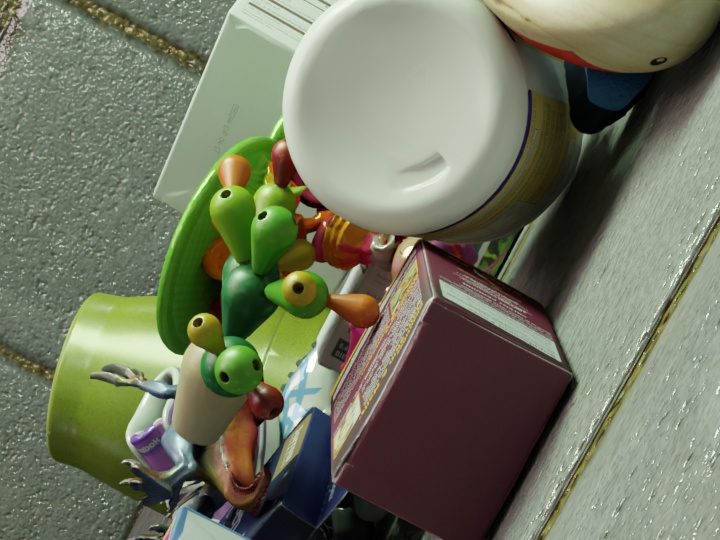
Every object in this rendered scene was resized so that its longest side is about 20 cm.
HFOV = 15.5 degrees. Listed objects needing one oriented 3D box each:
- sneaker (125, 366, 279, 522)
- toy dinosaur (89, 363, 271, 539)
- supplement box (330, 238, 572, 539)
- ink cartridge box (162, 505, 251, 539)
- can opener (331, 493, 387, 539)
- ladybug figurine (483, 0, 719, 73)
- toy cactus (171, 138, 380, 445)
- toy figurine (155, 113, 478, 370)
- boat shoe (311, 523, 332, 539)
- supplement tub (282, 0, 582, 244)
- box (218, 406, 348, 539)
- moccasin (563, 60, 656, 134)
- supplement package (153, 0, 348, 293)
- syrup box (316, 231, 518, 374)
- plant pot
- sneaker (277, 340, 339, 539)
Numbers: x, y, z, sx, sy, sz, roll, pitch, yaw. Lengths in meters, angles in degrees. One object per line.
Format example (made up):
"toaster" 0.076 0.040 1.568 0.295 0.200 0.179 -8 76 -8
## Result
"sneaker" -0.110 0.157 1.744 0.073 0.114 0.201 -32 48 30
"toy dinosaur" -0.080 0.113 1.648 0.181 0.199 0.105 -45 -54 -45
"supplement box" 0.045 0.063 1.420 0.111 0.085 0.200 -61 5 8
"ink cartridge box" -0.092 0.256 1.504 0.200 0.136 0.076 -61 4 18
"can opener" 0.011 0.143 1.625 0.200 0.053 0.067 -164 69 -84
"ladybug figurine" 0.136 -0.167 1.462 0.135 0.072 0.200 -33 36 -6
"toy cactus" -0.061 0.029 1.515 0.200 0.102 0.165 -98 27 -52
"toy figurine" 0.000 0.000 1.673 0.200 0.184 0.150 -55 -22 -32
"boat shoe" -0.043 0.219 1.649 0.093 0.075 0.200 -38 24 45
"supplement tub" 0.050 -0.090 1.560 0.146 0.145 0.200 -62 -17 7
"box" -0.063 0.162 1.595 0.200 0.032 0.121 -51 9 25
"moccasin" 0.152 -0.170 1.573 0.068 0.080 0.200 118 177 -57
"supplement package" -0.034 -0.109 1.883 0.111 0.155 0.200 -58 -2 -43
"syrup box" 0.050 -0.015 1.767 0.201 0.079 0.081 -62 6 8
"plant pot" -0.124 0.100 1.957 0.200 0.192 0.201 14 -90 -82
"sneaker" -0.029 0.142 1.810 0.072 0.072 0.201 4 72 45
